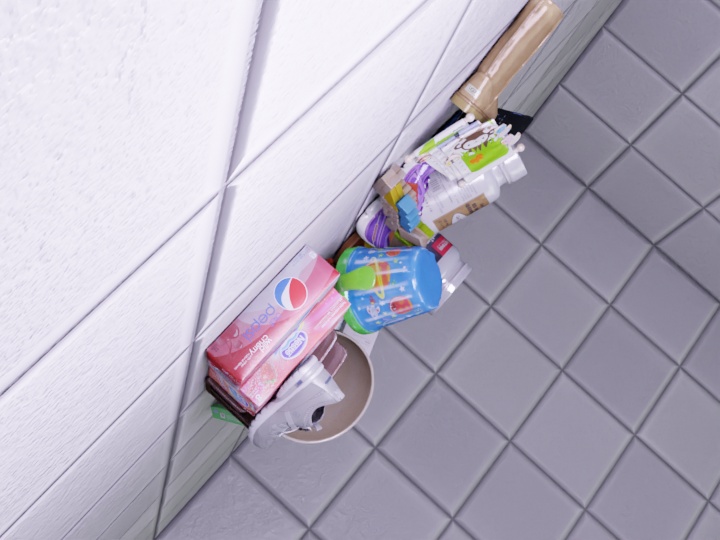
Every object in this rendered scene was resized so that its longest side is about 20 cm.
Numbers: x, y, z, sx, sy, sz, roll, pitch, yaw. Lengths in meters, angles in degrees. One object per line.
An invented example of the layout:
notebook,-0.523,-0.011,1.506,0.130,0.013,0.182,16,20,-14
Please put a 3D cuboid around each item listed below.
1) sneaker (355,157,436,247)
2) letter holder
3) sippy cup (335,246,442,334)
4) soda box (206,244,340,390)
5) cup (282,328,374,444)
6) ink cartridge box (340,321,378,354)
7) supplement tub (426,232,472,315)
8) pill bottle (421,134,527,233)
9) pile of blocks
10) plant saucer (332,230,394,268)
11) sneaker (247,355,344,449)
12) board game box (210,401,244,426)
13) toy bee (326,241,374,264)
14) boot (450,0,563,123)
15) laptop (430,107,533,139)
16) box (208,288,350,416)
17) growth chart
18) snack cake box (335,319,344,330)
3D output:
sneaker,0.080,-0.118,1.494,0.200,0.083,0.081,-50,176,8
letter holder,-0.120,0.149,1.403,0.200,0.142,0.101,-47,176,-18
sippy cup,0.050,0.022,1.384,0.129,0.141,0.178,-11,-156,30
soda box,-0.116,0.063,1.215,0.200,0.063,0.070,-48,176,-19
cup,-0.092,0.175,1.571,0.201,0.200,0.143,-49,-156,-1
ink cartridge box,-0.001,0.115,1.749,0.117,0.067,0.201,111,1,-72
supplement tub,0.105,-0.024,1.778,0.141,0.200,0.140,-48,176,-5
pill bottle,0.180,-0.156,1.574,0.199,0.115,0.114,-29,179,10
pile of blocks,0.079,-0.088,1.393,0.062,0.082,0.201,-45,146,-20
plant saucer,0.031,-0.026,1.633,0.199,0.032,0.201,-26,144,-20
sneaker,-0.095,0.207,1.292,0.075,0.082,0.200,-44,174,-47
board game box,-0.155,0.243,1.672,0.135,0.198,0.029,-44,135,-49
toy bee,0.000,0.000,1.536,0.132,0.108,0.200,-63,164,13
boot,0.232,-0.317,1.398,0.200,0.066,0.175,-51,173,13
laptop,0.186,-0.208,1.638,0.177,0.198,0.104,126,-30,-56
box,-0.117,0.100,1.309,0.200,0.095,0.103,-47,176,-20
growth chart,0.170,-0.188,1.426,0.144,0.018,0.199,-35,154,23
snack cake box,-0.071,0.108,1.821,0.200,0.067,0.116,119,-6,-82
